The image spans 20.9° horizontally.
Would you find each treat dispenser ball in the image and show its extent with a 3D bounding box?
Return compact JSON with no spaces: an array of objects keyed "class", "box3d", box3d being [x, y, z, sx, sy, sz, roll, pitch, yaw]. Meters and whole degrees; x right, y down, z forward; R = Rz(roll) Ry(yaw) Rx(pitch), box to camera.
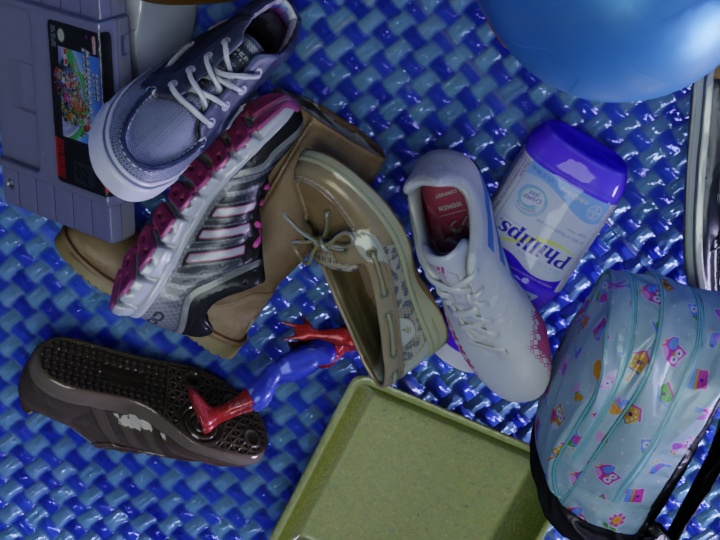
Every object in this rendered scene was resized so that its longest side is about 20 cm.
[{"class":"treat dispenser ball","box3d":[0.173,-0.213,1.308,0.201,0.201,0.201,0,114,1]}]

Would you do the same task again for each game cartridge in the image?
[{"class":"game cartridge","box3d":[-0.215,-0.128,1.403,0.038,0.130,0.200,-21,122,-40]}]

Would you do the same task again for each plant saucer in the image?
[{"class":"plant saucer","box3d":[0.045,0.189,1.573,0.200,0.048,0.200,23,112,-10]}]

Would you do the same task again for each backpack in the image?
[{"class":"backpack","box3d":[0.200,0.095,1.439,0.126,0.167,0.200,13,130,-15]}]

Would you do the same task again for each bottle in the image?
[{"class":"bottle","box3d":[0.120,-0.014,1.471,0.083,0.065,0.200,30,111,-5]}]

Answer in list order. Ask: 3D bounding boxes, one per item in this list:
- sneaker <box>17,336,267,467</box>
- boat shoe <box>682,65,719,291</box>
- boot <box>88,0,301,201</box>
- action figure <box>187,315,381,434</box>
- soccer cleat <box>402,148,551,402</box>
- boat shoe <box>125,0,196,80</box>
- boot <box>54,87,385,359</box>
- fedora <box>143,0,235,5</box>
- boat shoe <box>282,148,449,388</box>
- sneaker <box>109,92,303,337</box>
[{"class":"sneaker","box3d":[-0.173,0.112,1.542,0.200,0.071,0.076,24,139,-12]},{"class":"boat shoe","box3d":[0.271,-0.060,1.446,0.062,0.075,0.200,3,109,6]},{"class":"boot","box3d":[-0.112,-0.127,1.343,0.090,0.200,0.073,-34,106,35]},{"class":"action figure","box3d":[-0.037,0.064,1.502,0.200,0.065,0.052,-22,76,-8]},{"class":"soccer cleat","box3d":[0.077,0.011,1.408,0.070,0.086,0.200,-18,99,24]},{"class":"boat shoe","box3d":[-0.167,-0.222,1.384,0.068,0.072,0.200,19,134,29]},{"class":"boot","box3d":[-0.107,-0.054,1.462,0.175,0.066,0.200,30,109,-16]},{"class":"fedora","box3d":[-0.080,-0.248,1.326,0.200,0.201,0.082,-18,81,9]},{"class":"boat shoe","box3d":[0.000,0.000,1.412,0.063,0.073,0.200,-44,123,-20]},{"class":"sneaker","box3d":[-0.094,-0.034,1.400,0.087,0.074,0.200,34,97,-22]}]
